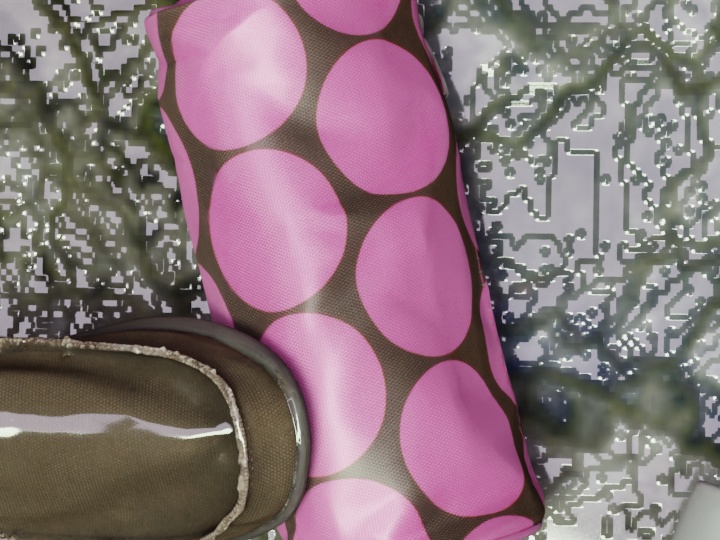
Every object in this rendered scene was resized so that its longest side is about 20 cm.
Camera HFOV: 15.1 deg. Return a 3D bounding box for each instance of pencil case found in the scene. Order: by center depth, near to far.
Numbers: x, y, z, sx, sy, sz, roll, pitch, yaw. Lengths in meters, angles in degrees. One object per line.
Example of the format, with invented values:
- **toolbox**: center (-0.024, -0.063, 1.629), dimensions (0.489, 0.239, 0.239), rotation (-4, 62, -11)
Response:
- **pencil case**: center (0.000, 0.000, 0.851), dimensions (0.093, 0.091, 0.201), rotation (-11, 87, -37)

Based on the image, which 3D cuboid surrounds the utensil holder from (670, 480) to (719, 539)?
- **utensil holder**: center (0.133, 0.180, 0.783), dimensions (0.169, 0.170, 0.201), rotation (20, 88, 8)

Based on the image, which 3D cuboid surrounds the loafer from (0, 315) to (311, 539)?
- **loafer**: center (-0.107, 0.056, 0.835), dimensions (0.199, 0.071, 0.074), rotation (-2, 98, 30)
